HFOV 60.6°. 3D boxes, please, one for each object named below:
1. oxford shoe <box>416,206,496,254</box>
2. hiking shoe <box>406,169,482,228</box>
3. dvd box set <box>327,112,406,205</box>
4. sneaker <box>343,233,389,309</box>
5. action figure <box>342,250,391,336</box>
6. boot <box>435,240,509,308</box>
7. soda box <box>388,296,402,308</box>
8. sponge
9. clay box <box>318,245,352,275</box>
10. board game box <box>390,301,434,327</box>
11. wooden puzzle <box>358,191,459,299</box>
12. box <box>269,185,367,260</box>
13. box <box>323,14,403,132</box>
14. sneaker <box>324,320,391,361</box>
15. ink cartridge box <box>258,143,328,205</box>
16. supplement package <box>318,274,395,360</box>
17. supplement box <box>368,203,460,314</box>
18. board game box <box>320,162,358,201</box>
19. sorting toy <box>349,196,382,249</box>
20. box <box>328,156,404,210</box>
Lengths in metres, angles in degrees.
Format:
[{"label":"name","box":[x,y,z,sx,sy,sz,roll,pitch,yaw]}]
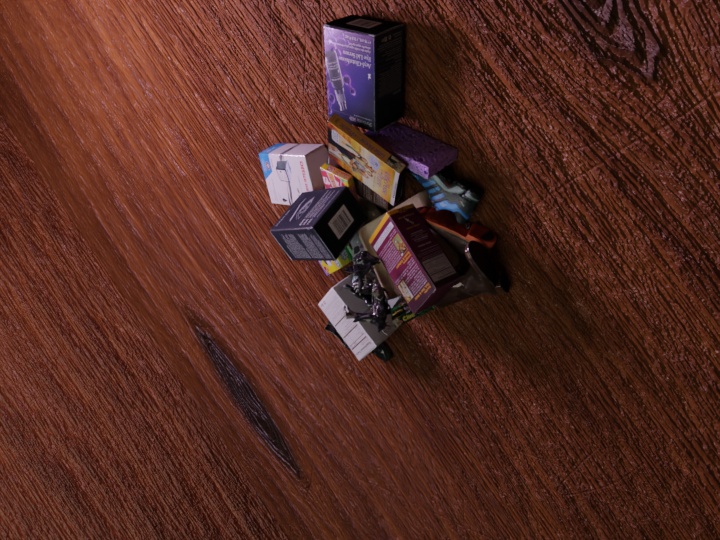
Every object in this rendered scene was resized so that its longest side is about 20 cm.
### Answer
[{"label":"oxford shoe","box":[0.202,-0.079,1.375,0.196,0.071,0.074,28,133,20]},{"label":"hiking shoe","box":[0.166,-0.175,1.347,0.198,0.073,0.089,35,117,27]},{"label":"dvd box set","box":[0.010,-0.241,1.356,0.198,0.030,0.147,39,162,11]},{"label":"sneaker","box":[0.000,0.000,1.515,0.203,0.138,0.078,56,143,6]},{"label":"action figure","box":[0.015,0.061,1.414,0.099,0.120,0.205,-4,122,18]},{"label":"boot","box":[0.210,0.017,1.381,0.196,0.066,0.186,-12,138,38]},{"label":"soda box","box":[0.105,0.020,1.576,0.068,0.063,0.202,45,141,13]},{"label":"sponge","box":[0.101,-0.267,1.340,0.197,0.111,0.031,30,138,30]},{"label":"clay box","box":[-0.082,-0.059,1.694,0.117,0.047,0.200,58,162,-2]},{"label":"board game box","box":[0.121,0.093,1.493,0.024,0.103,0.200,61,-178,-3]},{"label":"wooden puzzle","box":[0.114,-0.058,1.459,0.196,0.046,0.190,-27,86,20]},{"label":"box","box":[-0.105,-0.112,1.512,0.197,0.149,0.105,2,137,52]},{"label":"box","box":[0.009,-0.424,1.326,0.145,0.103,0.206,24,131,34]},{"label":"sneaker","box":[-0.005,0.206,1.796,0.201,0.103,0.060,48,141,11]},{"label":"ink cartridge box","box":[-0.170,-0.258,1.668,0.196,0.085,0.151,12,124,44]},{"label":"supplement package","box":[-0.004,0.124,1.726,0.202,0.116,0.117,51,142,6]},{"label":"supplement box","box":[0.116,-0.026,1.353,0.203,0.084,0.111,58,144,17]},{"label":"board game box","box":[-0.041,-0.169,1.543,0.094,0.030,0.203,30,153,32]},{"label":"sorting toy","box":[0.013,-0.108,1.616,0.203,0.036,0.185,55,143,10]},{"label":"box","box":[0.014,-0.237,1.491,0.197,0.074,0.103,30,136,29]}]
